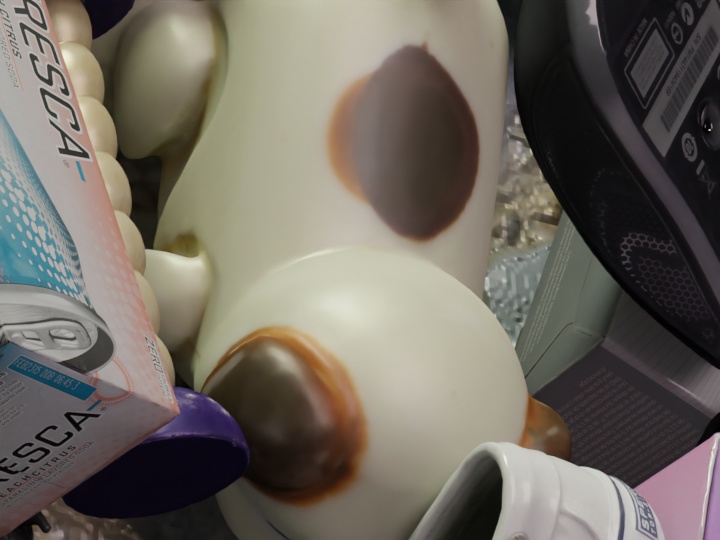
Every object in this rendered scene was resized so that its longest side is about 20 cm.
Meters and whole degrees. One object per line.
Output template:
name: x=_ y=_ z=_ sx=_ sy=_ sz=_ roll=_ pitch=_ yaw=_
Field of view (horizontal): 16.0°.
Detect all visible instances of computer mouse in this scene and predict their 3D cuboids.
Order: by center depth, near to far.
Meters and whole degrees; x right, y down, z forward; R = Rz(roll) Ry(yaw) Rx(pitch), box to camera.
computer mouse: x=0.097 y=-0.024 z=0.821 sx=0.139 sy=0.053 sz=0.201 roll=-51 pitch=121 yaw=-44

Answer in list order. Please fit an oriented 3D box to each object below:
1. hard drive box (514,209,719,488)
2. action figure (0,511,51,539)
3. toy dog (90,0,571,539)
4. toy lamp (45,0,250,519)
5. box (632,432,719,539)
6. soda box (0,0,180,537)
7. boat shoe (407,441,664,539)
hard drive box: x=0.164 y=0.035 z=0.932 sx=0.199 sy=0.077 sz=0.156 roll=33 pitch=51 yaw=-14
action figure: x=-0.103 y=0.108 z=0.677 sx=0.102 sy=0.200 sz=0.119 roll=-55 pitch=144 yaw=-7
toy dog: x=0.000 y=0.000 z=0.775 sx=0.139 sy=0.194 sz=0.201 roll=22 pitch=46 yaw=-36
toy lamp: x=-0.078 y=-0.031 z=0.715 sx=0.058 sy=0.058 sz=0.201 roll=4 pitch=58 yaw=-32
box: x=0.130 y=0.160 z=0.769 sx=0.199 sy=0.176 sz=0.097 roll=26 pitch=53 yaw=-18
soda box: x=-0.114 y=-0.036 z=0.658 sx=0.068 sy=0.063 sz=0.201 roll=28 pitch=33 yaw=-51
boat shoe: x=0.002 y=0.131 z=0.706 sx=0.065 sy=0.201 sz=0.074 roll=27 pitch=9 yaw=-31
